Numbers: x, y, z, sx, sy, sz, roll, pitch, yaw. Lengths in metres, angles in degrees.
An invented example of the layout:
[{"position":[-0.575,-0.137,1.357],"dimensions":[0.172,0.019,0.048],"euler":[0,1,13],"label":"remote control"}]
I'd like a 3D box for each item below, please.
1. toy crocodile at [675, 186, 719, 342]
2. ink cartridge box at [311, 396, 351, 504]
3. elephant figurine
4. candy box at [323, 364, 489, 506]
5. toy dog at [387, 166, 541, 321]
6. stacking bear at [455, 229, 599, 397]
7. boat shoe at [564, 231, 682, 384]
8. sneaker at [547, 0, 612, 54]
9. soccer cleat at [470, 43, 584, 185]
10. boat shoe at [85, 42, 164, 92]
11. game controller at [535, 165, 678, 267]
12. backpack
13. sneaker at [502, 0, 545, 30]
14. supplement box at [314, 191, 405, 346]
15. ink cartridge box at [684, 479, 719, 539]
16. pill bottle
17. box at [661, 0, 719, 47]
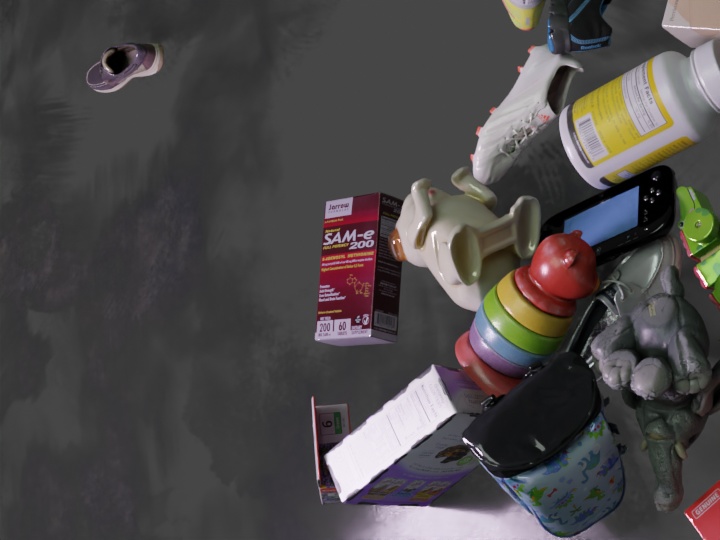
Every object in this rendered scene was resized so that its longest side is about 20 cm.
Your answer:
[{"position":[0.393,-0.006,1.372],"dimensions":[0.062,0.067,0.201],"euler":[-37,57,30],"label":"toy crocodile"},{"position":[-0.033,0.234,1.621],"dimensions":[0.050,0.200,0.110],"euler":[-4,71,-2],"label":"ink cartridge box"},{"position":[0.337,0.133,1.362],"dimensions":[0.155,0.200,0.142],"euler":[-32,39,3],"label":"elephant figurine"},{"position":[0.084,0.207,1.529],"dimensions":[0.200,0.167,0.072],"euler":[-42,56,25],"label":"candy box"},{"position":[0.124,-0.039,1.582],"dimensions":[0.139,0.195,0.200],"euler":[-31,35,-19],"label":"toy dog"},{"position":[0.205,0.044,1.452],"dimensions":[0.113,0.121,0.201],"euler":[34,119,5],"label":"stacking bear"},{"position":[0.298,0.039,1.445],"dimensions":[0.072,0.068,0.201],"euler":[46,109,40],"label":"boat shoe"},{"position":[0.278,-0.360,1.579],"dimensions":[0.081,0.073,0.202],"euler":[1,68,8],"label":"sneaker"},{"position":[0.210,-0.194,1.589],"dimensions":[0.077,0.069,0.201],"euler":[36,101,38],"label":"soccer cleat"},{"position":[-0.431,-0.367,2.213],"dimensions":[0.199,0.065,0.073],"euler":[-6,77,42],"label":"boat shoe"},{"position":[0.288,-0.052,1.475],"dimensions":[0.199,0.042,0.105],"euler":[-28,29,39],"label":"game controller"},{"position":[0.217,0.207,1.392],"dimensions":[0.163,0.200,0.154],"euler":[-35,65,-7],"label":"backpack"},{"position":[0.207,-0.396,1.639],"dimensions":[0.077,0.091,0.201],"euler":[-3,53,9],"label":"sneaker"},{"position":[0.000,0.000,1.732],"dimensions":[0.108,0.061,0.202],"euler":[-7,74,41],"label":"supplement box"},{"position":[0.442,0.256,1.277],"dimensions":[0.200,0.045,0.177],"euler":[-49,53,21],"label":"ink cartridge box"},{"position":[0.339,-0.183,1.437],"dimensions":[0.199,0.111,0.112],"euler":[-27,62,34],"label":"pill bottle"},{"position":[0.448,-0.296,1.389],"dimensions":[0.199,0.077,0.096],"euler":[13,89,43],"label":"box"}]
